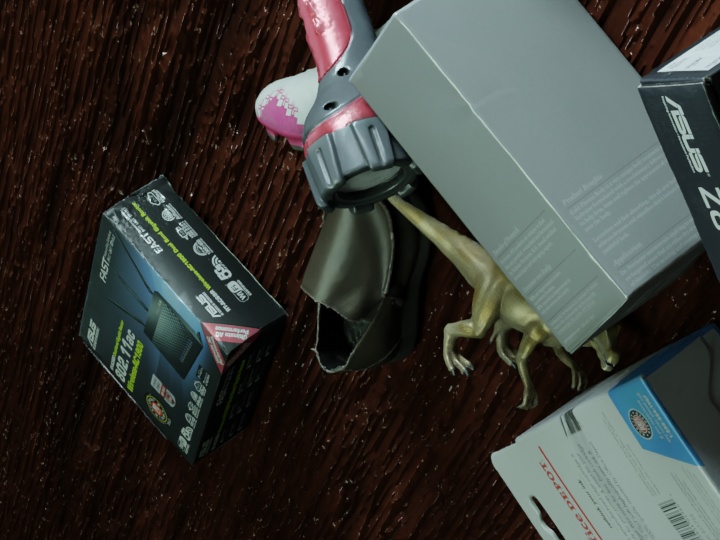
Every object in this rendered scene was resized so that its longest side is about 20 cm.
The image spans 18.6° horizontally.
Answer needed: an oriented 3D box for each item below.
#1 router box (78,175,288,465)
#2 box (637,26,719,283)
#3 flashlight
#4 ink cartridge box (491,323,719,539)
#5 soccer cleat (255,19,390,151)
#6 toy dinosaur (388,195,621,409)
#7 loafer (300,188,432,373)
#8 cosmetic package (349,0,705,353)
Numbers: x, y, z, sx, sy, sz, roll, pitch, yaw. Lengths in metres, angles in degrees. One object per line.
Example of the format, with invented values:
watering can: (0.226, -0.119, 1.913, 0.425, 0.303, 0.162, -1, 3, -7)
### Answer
router box: (-0.143, 0.042, 1.716, 0.150, 0.062, 0.200, 48, 150, 16)
box: (0.224, -0.055, 0.927, 0.049, 0.200, 0.161, 5, 124, 56)
flashlight: (-0.023, -0.133, 1.266, 0.068, 0.068, 0.200, 29, -141, -65)
ink cartridge box: (0.171, 0.119, 1.321, 0.116, 0.068, 0.200, 56, 151, 2)
soccer cleat: (0.008, -0.114, 1.339, 0.200, 0.070, 0.086, 14, 115, 47)
toy dinosaur: (0.090, 0.018, 1.369, 0.200, 0.058, 0.101, 34, 126, 30)
loafer: (0.000, 0.000, 1.450, 0.073, 0.071, 0.200, 34, 145, 33)
cosmetic package: (0.100, -0.070, 1.195, 0.200, 0.107, 0.090, 52, 150, 10)
